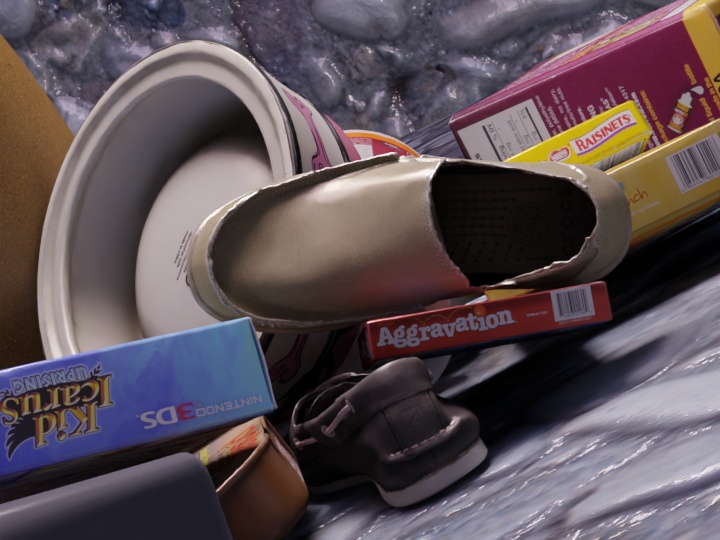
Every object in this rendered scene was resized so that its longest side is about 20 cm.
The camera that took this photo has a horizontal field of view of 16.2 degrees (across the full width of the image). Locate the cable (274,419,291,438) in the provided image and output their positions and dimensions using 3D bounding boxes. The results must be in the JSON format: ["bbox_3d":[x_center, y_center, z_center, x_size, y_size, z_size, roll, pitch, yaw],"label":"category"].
[{"bbox_3d":[-0.122,0.096,1.377,0.200,0.069,0.200,-27,5,-2],"label":"cable"}]

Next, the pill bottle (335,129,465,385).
[{"bbox_3d":[0.000,0.000,1.361,0.109,0.110,0.200,-27,17,6],"label":"pill bottle"}]

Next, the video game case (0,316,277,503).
[{"bbox_3d":[-0.161,0.075,1.077,0.200,0.046,0.181,-12,-7,-26],"label":"video game case"}]

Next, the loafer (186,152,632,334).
[{"bbox_3d":[0.021,-0.018,1.108,0.200,0.076,0.068,-10,-9,-1],"label":"loafer"}]

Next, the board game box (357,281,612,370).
[{"bbox_3d":[0.052,0.026,1.150,0.103,0.019,0.200,-9,-3,-2],"label":"board game box"}]

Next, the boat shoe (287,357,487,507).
[{"bbox_3d":[0.005,0.063,1.119,0.067,0.057,0.200,-29,6,-14],"label":"boat shoe"}]

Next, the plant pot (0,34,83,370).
[{"bbox_3d":[-0.228,-0.055,1.336,0.186,0.200,0.186,-13,27,7],"label":"plant pot"}]

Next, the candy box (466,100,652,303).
[{"bbox_3d":[0.102,-0.034,1.415,0.102,0.026,0.200,-28,-12,-9],"label":"candy box"}]

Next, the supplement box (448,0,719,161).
[{"bbox_3d":[0.178,-0.100,1.557,0.200,0.103,0.131,-22,8,38],"label":"supplement box"}]

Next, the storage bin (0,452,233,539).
[{"bbox_3d":[-0.138,0.123,0.912,0.134,0.146,0.200,-19,-1,-37],"label":"storage bin"}]

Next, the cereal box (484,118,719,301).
[{"bbox_3d":[0.125,-0.024,1.299,0.144,0.040,0.200,-27,-5,3],"label":"cereal box"}]

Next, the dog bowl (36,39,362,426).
[{"bbox_3d":[-0.072,-0.007,1.239,0.074,0.201,0.200,15,-26,-41],"label":"dog bowl"}]

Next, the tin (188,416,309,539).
[{"bbox_3d":[-0.074,0.110,1.083,0.112,0.042,0.200,-42,6,0],"label":"tin"}]
